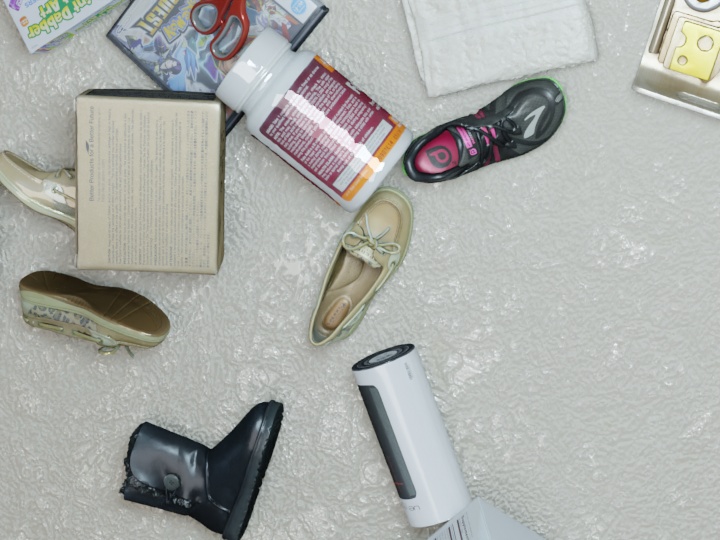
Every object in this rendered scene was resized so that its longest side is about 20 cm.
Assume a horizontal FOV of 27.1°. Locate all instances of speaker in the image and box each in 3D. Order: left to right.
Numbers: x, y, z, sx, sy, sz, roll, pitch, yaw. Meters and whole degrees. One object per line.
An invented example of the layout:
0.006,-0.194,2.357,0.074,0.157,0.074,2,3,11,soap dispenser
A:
0.061,0.190,1.717,0.081,0.081,0.200,-17,99,18,speaker

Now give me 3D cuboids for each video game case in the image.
-0.164,-0.280,1.690,0.181,0.026,0.200,43,110,2,video game case

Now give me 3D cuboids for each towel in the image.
0.148,-0.267,1.605,0.199,0.034,0.133,-10,102,16,towel

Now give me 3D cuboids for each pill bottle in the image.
-0.052,-0.166,1.629,0.200,0.114,0.114,39,110,-5,pill bottle

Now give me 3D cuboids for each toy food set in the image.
0.375,-0.258,1.530,0.143,0.060,0.201,19,107,10,toy food set

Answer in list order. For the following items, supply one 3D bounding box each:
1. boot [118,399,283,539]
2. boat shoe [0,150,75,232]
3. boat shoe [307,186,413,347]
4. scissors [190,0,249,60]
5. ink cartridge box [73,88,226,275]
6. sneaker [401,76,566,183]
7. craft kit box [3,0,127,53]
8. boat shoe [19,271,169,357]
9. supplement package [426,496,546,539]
-0.195,0.219,1.794,0.168,0.076,0.201,22,114,5,boot
-0.342,-0.091,1.764,0.200,0.072,0.065,33,104,-1,boat shoe
0.000,0.000,1.694,0.073,0.063,0.200,27,108,8,boat shoe
-0.124,-0.312,1.622,0.073,0.014,0.200,47,128,8,scissors
-0.236,-0.101,1.687,0.164,0.075,0.201,3,106,1,ink cartridge box
0.134,-0.141,1.612,0.200,0.084,0.077,-28,97,20,sneaker
-0.335,-0.379,1.691,0.200,0.049,0.198,-28,92,22,craft kit box
-0.317,0.057,1.790,0.200,0.073,0.063,19,119,21,boat shoe
0.127,0.395,1.684,0.152,0.151,0.200,35,113,-29,supplement package
